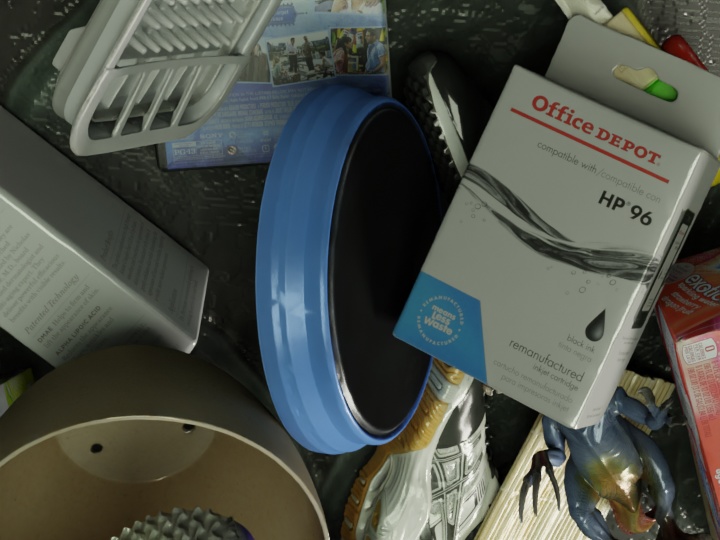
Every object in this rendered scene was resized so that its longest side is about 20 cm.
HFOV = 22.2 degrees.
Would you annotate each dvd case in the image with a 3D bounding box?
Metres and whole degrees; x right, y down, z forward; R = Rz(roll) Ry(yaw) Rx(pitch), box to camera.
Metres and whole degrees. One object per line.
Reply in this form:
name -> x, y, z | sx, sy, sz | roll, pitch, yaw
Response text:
dvd case -> -0.056, -0.156, 1.044 | 0.141, 0.018, 0.202 | -4, 115, 0

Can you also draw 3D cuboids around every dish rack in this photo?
dish rack -> -0.083, -0.157, 0.955 | 0.043, 0.171, 0.201 | 38, 110, 12

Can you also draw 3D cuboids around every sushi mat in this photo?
sushi mat -> 0.123, 0.147, 1.157 | 0.095, 0.012, 0.201 | 15, 107, -38

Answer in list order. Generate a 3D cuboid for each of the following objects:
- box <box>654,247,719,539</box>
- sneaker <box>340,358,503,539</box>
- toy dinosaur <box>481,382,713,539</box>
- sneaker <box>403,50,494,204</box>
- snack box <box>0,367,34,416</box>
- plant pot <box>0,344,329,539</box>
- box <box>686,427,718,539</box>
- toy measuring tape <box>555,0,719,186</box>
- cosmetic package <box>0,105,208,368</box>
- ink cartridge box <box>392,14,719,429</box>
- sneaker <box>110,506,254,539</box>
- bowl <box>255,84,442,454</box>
box -> 0.235, 0.091, 1.035 | 0.095, 0.100, 0.201 | -16, 112, 6
sneaker -> 0.054, 0.110, 1.147 | 0.087, 0.076, 0.201 | 8, 117, -23
toy dinosaur -> 0.127, 0.103, 1.092 | 0.104, 0.200, 0.183 | -26, 94, -3
sneaker -> 0.098, -0.054, 1.076 | 0.090, 0.070, 0.201 | -31, 113, -5
snack box -> -0.226, 0.161, 1.052 | 0.067, 0.200, 0.170 | -15, 96, 13
plant pot -> -0.122, 0.118, 0.993 | 0.198, 0.135, 0.202 | -4, 124, -6
box -> 0.253, 0.107, 1.139 | 0.094, 0.078, 0.202 | -13, 114, 4
toy measuring tape -> 0.145, -0.131, 1.052 | 0.073, 0.074, 0.201 | -37, 88, 14
cosmetic package -> -0.185, -0.015, 1.057 | 0.200, 0.102, 0.074 | 38, 109, -15
ink cartridge box -> 0.113, -0.031, 0.983 | 0.115, 0.068, 0.201 | 26, 95, 18
sneaker -> -0.108, 0.199, 0.934 | 0.200, 0.070, 0.099 | -40, 127, 21
bowl -> 0.000, 0.000, 1.002 | 0.039, 0.201, 0.202 | 1, 116, 21
